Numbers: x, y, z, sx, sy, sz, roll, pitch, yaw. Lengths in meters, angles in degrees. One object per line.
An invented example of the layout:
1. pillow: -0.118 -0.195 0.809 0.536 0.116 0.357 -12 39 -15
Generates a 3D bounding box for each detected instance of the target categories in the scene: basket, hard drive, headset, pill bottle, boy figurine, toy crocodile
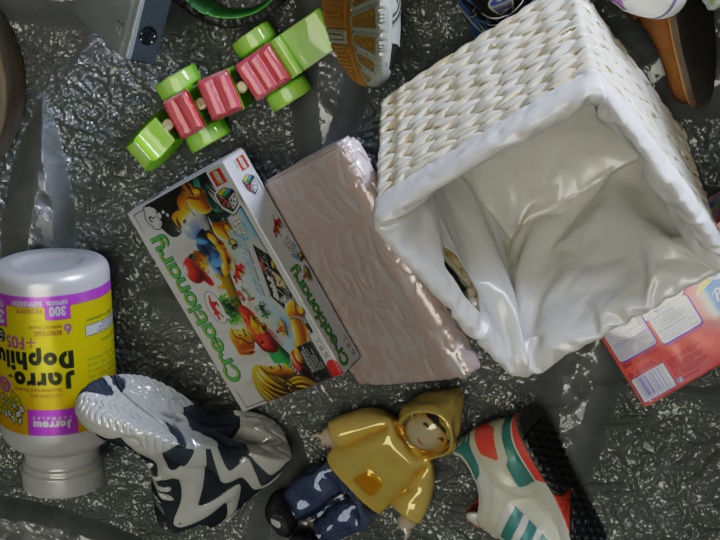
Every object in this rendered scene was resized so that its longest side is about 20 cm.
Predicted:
1. basket: 0.136 -0.066 1.061 0.199 0.162 0.198 -31 123 22
2. hard drive: -0.169 -0.278 1.106 0.032 0.139 0.203 7 110 -31
3. headset: -0.093 -0.281 1.110 0.122 0.094 0.201 29 118 0
4. pill bottle: -0.262 0.089 1.228 0.103 0.104 0.203 1 105 8
5. boy figurine: 0.016 0.175 1.231 0.199 0.064 0.125 -36 94 19
6. toy crocodile: -0.105 -0.148 1.164 0.198 0.062 0.068 -27 100 14

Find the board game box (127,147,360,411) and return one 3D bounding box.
1. board game box: -0.099 0.012 1.196 0.125 0.035 0.202 -23 101 38

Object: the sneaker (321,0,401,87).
1. sneaker: 0.018 -0.246 1.107 0.075 0.087 0.203 17 120 44

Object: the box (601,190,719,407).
1. box: 0.281 0.005 1.128 0.199 0.095 0.103 -33 98 15

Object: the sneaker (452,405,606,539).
1. sneaker: 0.146 0.216 1.229 0.092 0.070 0.202 -18 104 31

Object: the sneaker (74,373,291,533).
1. sneaker: -0.171 0.170 1.226 0.197 0.080 0.130 15 121 -35

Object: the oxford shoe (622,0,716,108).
1. oxford shoe: 0.224 -0.219 1.102 0.071 0.071 0.203 -13 99 38

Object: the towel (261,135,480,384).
1. towel: 0.000 0.000 1.139 0.032 0.190 0.202 -34 98 -25

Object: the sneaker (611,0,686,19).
1. sneaker: 0.143 -0.248 1.039 0.201 0.113 0.073 49 136 23

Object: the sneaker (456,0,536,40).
1. sneaker: 0.110 -0.200 1.102 0.078 0.089 0.201 -31 103 15

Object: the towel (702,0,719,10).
1. towel: 0.294 -0.314 1.046 0.169 0.048 0.202 -22 103 -9

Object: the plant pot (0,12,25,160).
1. plant pot: -0.396 -0.142 1.153 0.197 0.174 0.203 2 106 9
